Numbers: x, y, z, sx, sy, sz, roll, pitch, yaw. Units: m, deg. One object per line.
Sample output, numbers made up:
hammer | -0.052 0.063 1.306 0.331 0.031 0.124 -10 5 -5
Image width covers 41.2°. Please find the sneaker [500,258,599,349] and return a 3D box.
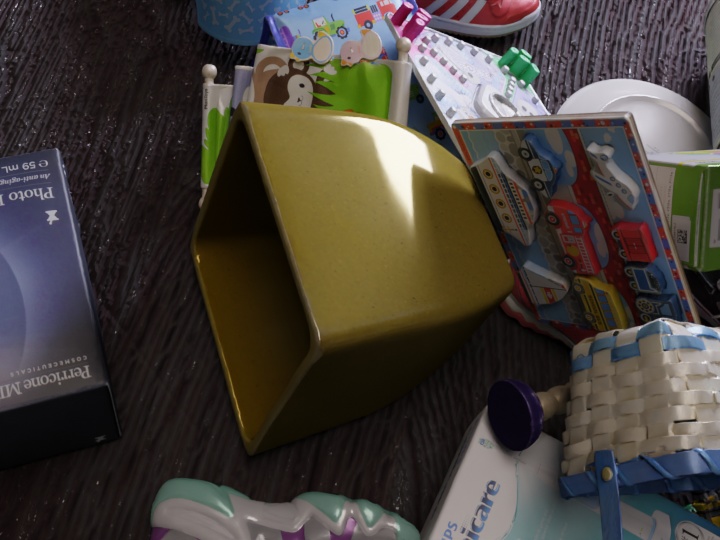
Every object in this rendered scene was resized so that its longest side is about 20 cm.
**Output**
sneaker | 0.207 0.042 0.809 0.198 0.087 0.074 31 62 7

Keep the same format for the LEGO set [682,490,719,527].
LEGO set | 0.345 0.134 0.747 0.197 0.154 0.118 -19 84 -10

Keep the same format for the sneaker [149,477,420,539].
sneaker | -0.060 0.229 0.671 0.196 0.078 0.142 2 65 11

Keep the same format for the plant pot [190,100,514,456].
plant pot | 0.000 0.000 0.743 0.197 0.196 0.197 -8 63 -26

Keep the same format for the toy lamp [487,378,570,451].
toy lamp | 0.186 0.087 0.729 0.197 0.058 0.059 -10 64 -30

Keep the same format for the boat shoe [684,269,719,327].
boat shoe | 0.340 0.028 0.846 0.073 0.068 0.201 -24 71 -18

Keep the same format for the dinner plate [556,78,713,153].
dinner plate | 0.283 -0.112 0.940 0.196 0.024 0.204 4 63 -7

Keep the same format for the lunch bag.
lunch bag | 0.011 -0.147 0.882 0.149 0.094 0.202 -22 77 -23

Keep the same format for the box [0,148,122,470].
box | -0.294 0.039 0.705 0.197 0.124 0.201 -13 67 -16

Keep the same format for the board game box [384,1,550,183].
board game box | 0.131 -0.143 0.856 0.198 0.026 0.202 6 49 -45

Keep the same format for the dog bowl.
dog bowl | -0.131 -0.297 0.927 0.110 0.050 0.200 -28 58 -23

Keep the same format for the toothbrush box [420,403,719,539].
toothbrush box | 0.144 0.217 0.707 0.198 0.086 0.148 27 61 4

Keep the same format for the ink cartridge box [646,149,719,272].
ink cartridge box | 0.255 -0.059 0.773 0.145 0.199 0.077 -6 104 -25

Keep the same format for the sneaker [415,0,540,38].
sneaker | 0.095 -0.300 0.950 0.196 0.113 0.072 1 49 -10

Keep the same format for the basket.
basket | 0.221 0.141 0.631 0.174 0.139 0.204 10 63 -31

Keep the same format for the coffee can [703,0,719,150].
coffee can | 0.406 -0.174 0.916 0.144 0.147 0.203 12 57 -3

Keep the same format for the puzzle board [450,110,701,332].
puzzle board | 0.159 -0.026 0.708 0.149 0.202 0.017 6 44 45

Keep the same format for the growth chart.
growth chart | -0.050 -0.130 0.824 0.196 0.018 0.148 -3 93 12
